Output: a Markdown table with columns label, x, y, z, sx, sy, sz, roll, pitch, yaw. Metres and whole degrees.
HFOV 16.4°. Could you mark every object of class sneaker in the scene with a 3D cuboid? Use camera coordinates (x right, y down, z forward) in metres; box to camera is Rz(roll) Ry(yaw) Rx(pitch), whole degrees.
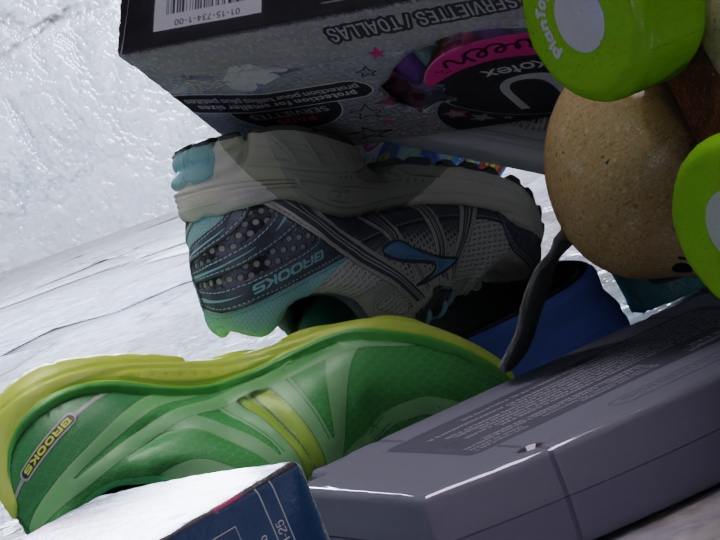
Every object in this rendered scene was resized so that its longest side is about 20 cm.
| label | x | y | z | sx | sy | sz | roll | pitch | yaw |
| --- | --- | --- | --- | --- | --- | --- | --- | --- | --- |
| sneaker | 0.000 | 0.000 | 1.002 | 0.077 | 0.087 | 0.200 | -10 | -12 | 42 |
| sneaker | -0.037 | 0.070 | 0.918 | 0.199 | 0.084 | 0.074 | -8 | -29 | -16 |

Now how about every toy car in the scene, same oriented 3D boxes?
| label | x | y | z | sx | sy | sz | roll | pitch | yaw |
| --- | --- | --- | --- | --- | --- | --- | --- | --- | --- |
| toy car | 0.120 | -0.029 | 0.831 | 0.164 | 0.158 | 0.200 | -21 | -22 | -35 |

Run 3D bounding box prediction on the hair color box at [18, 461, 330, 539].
| label | x | y | z | sx | sy | sz | roll | pitch | yaw |
| --- | --- | --- | --- | --- | --- | --- | --- | --- | --- |
| hair color box | -0.103 | 0.121 | 0.698 | 0.100 | 0.061 | 0.200 | -15 | 9 | 43 |

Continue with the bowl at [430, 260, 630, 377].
| label | x | y | z | sx | sy | sz | roll | pitch | yaw |
| --- | --- | --- | --- | --- | --- | --- | --- | --- | --- |
| bowl | 0.017 | 0.045 | 1.074 | 0.200 | 0.039 | 0.201 | -20 | 6 | 2 |

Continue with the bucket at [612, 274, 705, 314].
| label | x | y | z | sx | sy | sz | roll | pitch | yaw |
| --- | --- | --- | --- | --- | --- | --- | --- | --- | --- |
| bucket | 0.170 | -0.078 | 1.083 | 0.207 | 0.135 | 0.207 | -25 | -1 | -1 |

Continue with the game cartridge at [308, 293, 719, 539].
| label | x | y | z | sx | sy | sz | roll | pitch | yaw |
| --- | --- | --- | --- | --- | --- | --- | --- | --- | --- |
| game cartridge | 0.086 | 0.050 | 0.830 | 0.200 | 0.041 | 0.133 | -23 | 3 | -24 |

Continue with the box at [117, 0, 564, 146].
| label | x | y | z | sx | sy | sz | roll | pitch | yaw |
| --- | --- | --- | --- | --- | --- | --- | --- | --- | --- |
| box | 0.025 | -0.128 | 0.937 | 0.199 | 0.133 | 0.115 | -8 | -22 | 25 |

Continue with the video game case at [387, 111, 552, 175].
| label | x | y | z | sx | sy | sz | roll | pitch | yaw |
| --- | --- | --- | --- | --- | --- | --- | --- | --- | --- |
| video game case | 0.052 | -0.134 | 1.008 | 0.200 | 0.183 | 0.024 | 14 | -14 | 31 |

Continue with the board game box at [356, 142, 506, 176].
| label | x | y | z | sx | sy | sz | roll | pitch | yaw |
| --- | --- | --- | --- | --- | --- | --- | --- | --- | --- |
| board game box | 0.041 | -0.111 | 1.137 | 0.200 | 0.056 | 0.196 | -58 | -20 | -4 |
